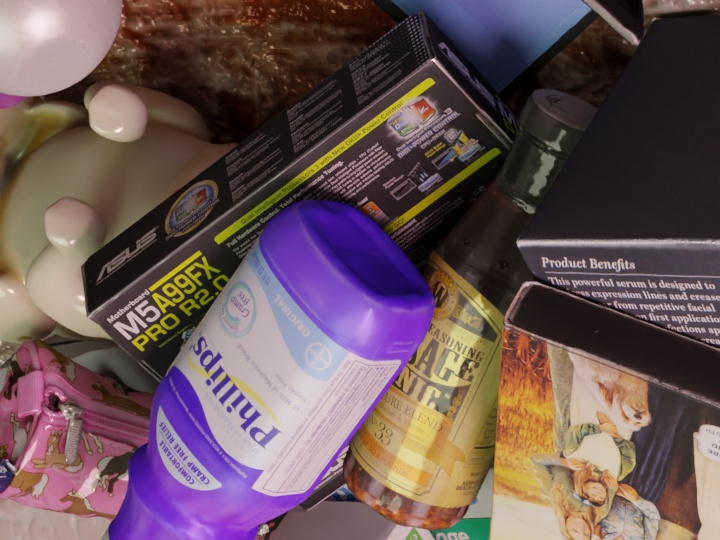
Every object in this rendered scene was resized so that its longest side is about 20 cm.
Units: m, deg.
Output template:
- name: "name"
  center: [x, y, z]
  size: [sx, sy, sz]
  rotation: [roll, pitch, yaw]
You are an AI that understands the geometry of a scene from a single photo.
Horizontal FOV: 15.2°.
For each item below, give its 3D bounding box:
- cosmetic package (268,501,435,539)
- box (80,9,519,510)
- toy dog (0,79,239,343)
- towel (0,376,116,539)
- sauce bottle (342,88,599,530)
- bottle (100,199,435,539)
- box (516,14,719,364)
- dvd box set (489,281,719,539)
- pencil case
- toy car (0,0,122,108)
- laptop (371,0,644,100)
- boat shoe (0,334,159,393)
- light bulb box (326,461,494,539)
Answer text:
- name: "cosmetic package"
  center: [0.018, 0.216, 1.293]
  size: [0.085, 0.108, 0.200]
  rotation: [-4, 131, 45]
- name: "box"
  center: [0.000, 0.000, 1.219]
  size: [0.200, 0.044, 0.160]
  rotation: [-36, 122, 16]
- name: "toy dog"
  center: [-0.102, -0.010, 1.322]
  size: [0.199, 0.140, 0.194]
  rotation: [4, 147, 34]
- name: "towel"
  center: [-0.137, 0.182, 1.446]
  size: [0.192, 0.032, 0.200]
  rotation: [61, 140, 17]
- name: "sauce bottle"
  center: [0.053, 0.017, 1.172]
  size: [0.066, 0.066, 0.201]
  rotation: [26, 111, 12]
- name: "bottle"
  center: [-0.049, 0.064, 1.178]
  size: [0.084, 0.065, 0.200]
  rotation: [50, 120, 26]
- name: "box"
  center: [0.171, 0.015, 1.126]
  size: [0.107, 0.149, 0.200]
  rotation: [1, 131, 36]
- name: "dvd box set"
  center: [0.123, 0.103, 1.110]
  size: [0.146, 0.029, 0.200]
  rotation: [21, 141, 18]
- name: "pencil case"
  center: [-0.086, 0.098, 1.336]
  size: [0.199, 0.087, 0.083]
  rotation: [18, 113, -17]
- name: "toy car"
  center: [-0.186, -0.132, 1.237]
  size: [0.200, 0.176, 0.150]
  rotation: [-31, 157, 17]
- name: "laptop"
  center: [0.020, -0.138, 1.111]
  size: [0.177, 0.200, 0.103]
  rotation: [39, 106, -7]
- name: "boat shoe"
  center: [-0.118, 0.054, 1.452]
  size: [0.200, 0.066, 0.072]
  rotation: [-9, 120, 51]
- name: "light bulb box"
  center: [0.120, 0.123, 1.303]
  size: [0.198, 0.125, 0.200]
  rotation: [-7, 128, 42]
